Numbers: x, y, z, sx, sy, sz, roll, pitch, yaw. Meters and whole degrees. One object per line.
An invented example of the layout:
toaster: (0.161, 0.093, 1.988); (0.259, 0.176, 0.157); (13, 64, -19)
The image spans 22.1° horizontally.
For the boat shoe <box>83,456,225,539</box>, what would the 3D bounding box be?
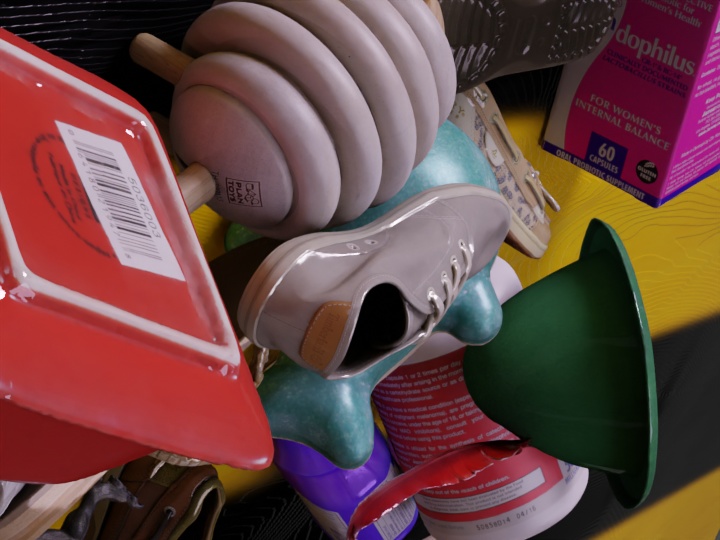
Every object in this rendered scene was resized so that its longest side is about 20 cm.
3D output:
boat shoe: (-0.126, 0.182, 1.043); (0.072, 0.068, 0.201); (-30, 142, -48)

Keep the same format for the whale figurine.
whale figurine: (0.000, 0.000, 0.978); (0.104, 0.158, 0.201); (91, 21, -66)

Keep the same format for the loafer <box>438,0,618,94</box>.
loafer: (0.059, -0.147, 1.046); (0.199, 0.067, 0.076); (-7, 126, -41)

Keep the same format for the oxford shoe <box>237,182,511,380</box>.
oxford shoe: (0.020, 0.007, 0.869); (0.200, 0.058, 0.076); (-20, 138, -55)

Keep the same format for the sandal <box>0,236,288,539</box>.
sandal: (-0.092, 0.072, 0.889); (0.211, 0.078, 0.070); (-40, 123, -5)

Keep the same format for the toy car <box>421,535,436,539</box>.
toy car: (0.051, 0.304, 1.293); (0.177, 0.201, 0.184); (-37, 164, 17)

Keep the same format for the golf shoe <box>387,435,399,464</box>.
golf shoe: (0.053, 0.039, 1.240); (0.092, 0.075, 0.201); (-73, 170, -57)

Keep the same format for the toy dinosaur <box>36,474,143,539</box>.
toy dinosaur: (-0.167, 0.126, 0.942); (0.088, 0.047, 0.200); (-46, 149, -12)

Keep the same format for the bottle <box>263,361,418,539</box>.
bottle: (-0.018, 0.114, 1.152); (0.065, 0.084, 0.200); (-41, 150, -9)

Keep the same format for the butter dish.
butter dish: (-0.155, 0.009, 0.716); (0.148, 0.201, 0.199); (-37, 148, 20)

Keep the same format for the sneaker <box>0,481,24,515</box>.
sneaker: (-0.169, 0.087, 0.790); (0.099, 0.075, 0.201); (-26, -149, 47)

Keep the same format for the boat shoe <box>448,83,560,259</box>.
boat shoe: (0.085, -0.063, 1.167); (0.063, 0.073, 0.200); (-55, 154, -3)

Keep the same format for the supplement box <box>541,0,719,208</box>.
supplement box: (0.211, -0.161, 1.262); (0.103, 0.101, 0.201); (-27, 139, -47)

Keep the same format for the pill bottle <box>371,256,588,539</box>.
pill bottle: (0.059, 0.061, 1.133); (0.112, 0.112, 0.201); (-39, 116, -37)

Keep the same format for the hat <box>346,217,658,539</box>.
hat: (0.064, 0.062, 1.032); (0.200, 0.175, 0.167); (103, -21, -79)

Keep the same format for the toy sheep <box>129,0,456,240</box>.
toy sheep: (-0.031, -0.081, 0.869); (0.200, 0.138, 0.138); (-44, 150, -29)
